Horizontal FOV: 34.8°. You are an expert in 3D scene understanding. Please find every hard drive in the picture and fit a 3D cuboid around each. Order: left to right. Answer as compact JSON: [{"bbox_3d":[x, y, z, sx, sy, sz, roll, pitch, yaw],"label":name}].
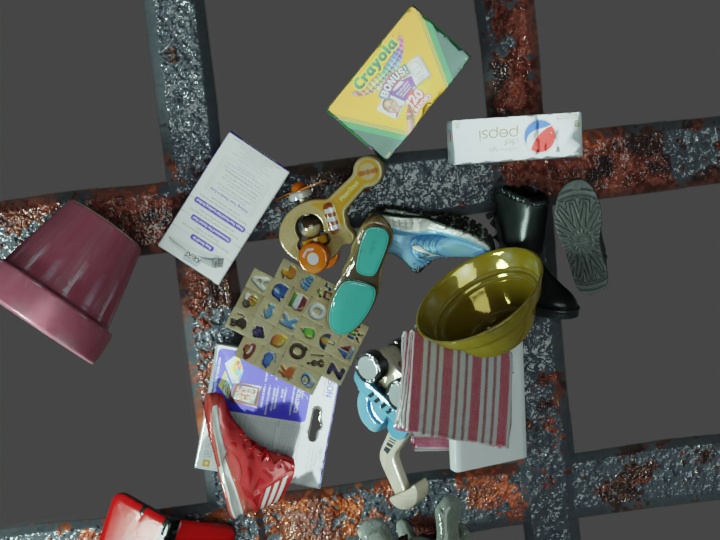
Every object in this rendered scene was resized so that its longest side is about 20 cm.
[{"bbox_3d":[0.193,0.198,1.759,0.131,0.026,0.203,-7,99,-26],"label":"hard drive"}]

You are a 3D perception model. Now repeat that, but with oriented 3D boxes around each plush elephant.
[{"bbox_3d":[0.092,0.444,1.763,0.163,0.155,0.202,-21,90,-10],"label":"plush elephant"}]

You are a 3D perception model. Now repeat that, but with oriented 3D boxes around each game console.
[{"bbox_3d":[-0.318,0.464,1.794,0.171,0.118,0.202,21,95,25],"label":"game console"}]

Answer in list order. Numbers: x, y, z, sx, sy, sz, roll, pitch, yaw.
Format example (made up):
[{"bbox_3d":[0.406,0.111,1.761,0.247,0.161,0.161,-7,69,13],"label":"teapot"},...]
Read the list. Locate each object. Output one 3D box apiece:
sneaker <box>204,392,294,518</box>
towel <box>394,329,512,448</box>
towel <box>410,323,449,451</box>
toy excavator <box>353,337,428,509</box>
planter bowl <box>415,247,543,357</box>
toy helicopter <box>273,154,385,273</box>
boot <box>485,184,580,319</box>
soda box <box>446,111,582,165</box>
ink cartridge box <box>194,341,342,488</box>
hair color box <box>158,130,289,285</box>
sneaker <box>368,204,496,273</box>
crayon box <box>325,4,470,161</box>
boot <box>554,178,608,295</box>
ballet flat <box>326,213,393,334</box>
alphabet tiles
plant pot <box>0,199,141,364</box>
[{"bbox_3d":[-0.164,0.264,1.719,0.114,0.078,0.202,-14,111,-10],"label":"sneaker"},{"bbox_3d":[0.140,0.175,1.677,0.198,0.030,0.148,14,74,-30],"label":"towel"},{"bbox_3d":[0.152,0.183,1.787,0.144,0.030,0.203,1,97,-5],"label":"towel"},{"bbox_3d":[0.054,0.234,1.748,0.194,0.100,0.201,41,123,21],"label":"toy excavator"},{"bbox_3d":[0.185,0.062,1.626,0.199,0.201,0.084,-34,116,1],"label":"planter bowl"},{"bbox_3d":[-0.045,-0.100,1.703,0.132,0.079,0.200,46,105,5],"label":"toy helicopter"},{"bbox_3d":[0.255,-0.031,1.688,0.073,0.198,0.164,-6,111,-29],"label":"boot"},{"bbox_3d":[0.231,-0.200,1.728,0.197,0.064,0.069,-4,98,-3],"label":"soda box"},{"bbox_3d":[-0.141,0.222,1.763,0.198,0.043,0.200,11,96,-5],"label":"ink cartridge box"},{"bbox_3d":[-0.202,-0.094,1.711,0.109,0.065,0.201,33,92,-8],"label":"hair color box"},{"bbox_3d":[0.107,-0.040,1.736,0.198,0.078,0.091,11,110,12],"label":"sneaker"},{"bbox_3d":[0.055,-0.278,1.708,0.118,0.058,0.200,39,93,-8],"label":"crayon box"},{"bbox_3d":[0.328,-0.065,1.682,0.065,0.200,0.167,-6,102,15],"label":"boot"},{"bbox_3d":[0.000,0.000,1.717,0.067,0.073,0.202,14,118,-6],"label":"ballet flat"},{"bbox_3d":[-0.095,0.085,1.741,0.198,0.006,0.168,27,79,-3],"label":"alphabet tiles"},{"bbox_3d":[-0.417,0.007,1.654,0.199,0.200,0.180,36,78,-7],"label":"plant pot"}]
